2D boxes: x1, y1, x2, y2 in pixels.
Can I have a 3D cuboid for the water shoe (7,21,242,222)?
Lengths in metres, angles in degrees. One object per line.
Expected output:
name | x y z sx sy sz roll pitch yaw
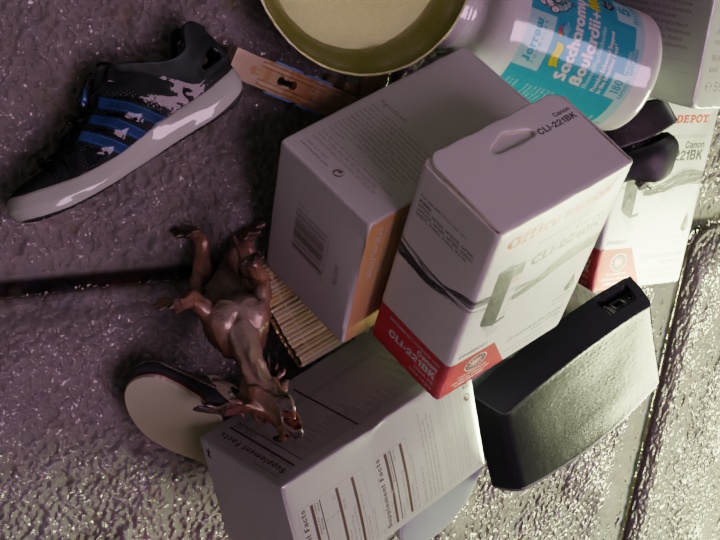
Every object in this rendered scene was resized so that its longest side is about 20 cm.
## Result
water shoe | -0.182 -0.108 0.986 0.200 0.071 0.079 -36 102 -23

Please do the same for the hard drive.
hard drive | 0.194 0.108 1.239 0.200 0.042 0.135 -33 130 -23

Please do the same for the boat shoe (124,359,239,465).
boat shoe | -0.121 0.122 1.137 0.200 0.071 0.063 41 39 -40

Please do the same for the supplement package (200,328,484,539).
supplement package | -0.012 0.148 1.111 0.200 0.114 0.110 -30 124 -30

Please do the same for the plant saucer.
plant saucer | 0.000 -0.254 1.065 0.199 0.031 0.201 -6 103 -27

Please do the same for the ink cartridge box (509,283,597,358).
ink cartridge box | 0.171 0.064 1.314 0.200 0.067 0.116 29 122 -35

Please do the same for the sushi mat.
sushi mat | 0.000 0.000 1.184 0.200 0.012 0.096 -29 89 -31

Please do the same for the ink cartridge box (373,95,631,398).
ink cartridge box | 0.104 -0.017 1.035 0.144 0.084 0.200 -28 151 -31

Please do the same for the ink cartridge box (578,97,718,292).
ink cartridge box | 0.270 -0.089 1.375 0.144 0.084 0.201 -6 112 -39

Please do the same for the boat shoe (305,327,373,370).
boat shoe | -0.015 0.114 1.219 0.062 0.072 0.201 -5 110 -32

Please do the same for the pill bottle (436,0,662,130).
pill bottle | 0.152 -0.199 1.178 0.199 0.111 0.111 15 99 -22

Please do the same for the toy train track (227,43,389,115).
toy train track | -0.037 -0.143 1.110 0.200 0.033 0.115 16 99 -44

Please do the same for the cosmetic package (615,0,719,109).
cosmetic package | 0.315 -0.266 1.277 0.167 0.166 0.201 -7 112 -40

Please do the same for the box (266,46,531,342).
box | 0.037 -0.063 1.108 0.200 0.106 0.152 -31 152 -29

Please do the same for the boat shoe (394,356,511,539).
boat shoe | 0.070 0.151 1.239 0.073 0.068 0.200 6 109 -39

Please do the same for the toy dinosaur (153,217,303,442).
toy dinosaur | -0.099 0.042 1.069 0.086 0.200 0.136 -13 122 3

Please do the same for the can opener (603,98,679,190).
can opener | 0.207 -0.086 1.256 0.200 0.063 0.079 -28 89 -6
